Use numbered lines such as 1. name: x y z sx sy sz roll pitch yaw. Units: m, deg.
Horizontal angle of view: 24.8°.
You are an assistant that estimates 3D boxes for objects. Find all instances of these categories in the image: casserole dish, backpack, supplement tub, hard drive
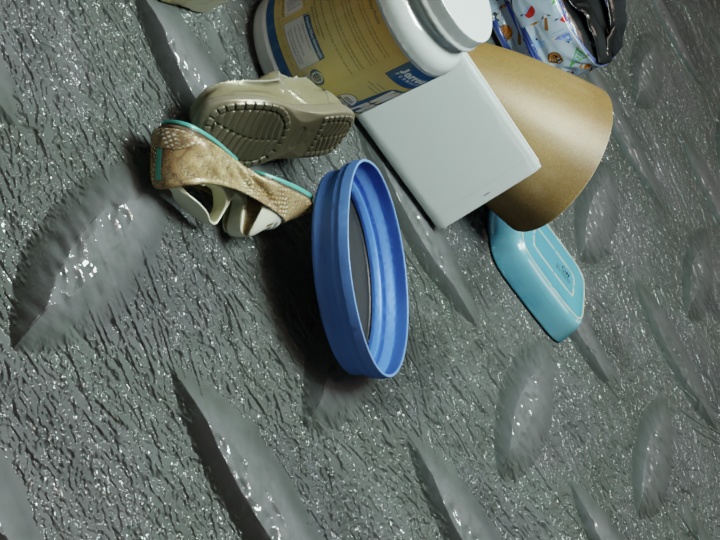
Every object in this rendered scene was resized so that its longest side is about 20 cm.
1. casserole dish: 0.216 -0.005 1.951 0.200 0.039 0.122 51 33 -31
2. backpack: 0.254 -0.339 2.137 0.192 0.153 0.200 60 36 -1
3. supplement tub: 0.012 -0.236 1.580 0.144 0.199 0.146 39 39 -42
4. hard drive: 0.084 -0.152 1.720 0.200 0.131 0.026 52 15 -28

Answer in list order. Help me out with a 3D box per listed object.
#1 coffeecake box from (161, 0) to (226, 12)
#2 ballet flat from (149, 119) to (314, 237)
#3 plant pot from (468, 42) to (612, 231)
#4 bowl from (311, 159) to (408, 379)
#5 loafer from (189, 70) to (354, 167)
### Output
1. coffeecake box: -0.128 -0.358 1.469 0.073 0.153 0.202 3 69 -59
2. ballet flat: -0.113 -0.065 1.402 0.199 0.070 0.066 26 75 -48
3. plant pot: 0.147 -0.172 1.822 0.199 0.186 0.188 30 43 -24
4. bowl: 0.000 0.000 1.505 0.200 0.039 0.203 -7 90 -75
5. loafer: -0.089 -0.140 1.476 0.068 0.076 0.199 46 25 26
